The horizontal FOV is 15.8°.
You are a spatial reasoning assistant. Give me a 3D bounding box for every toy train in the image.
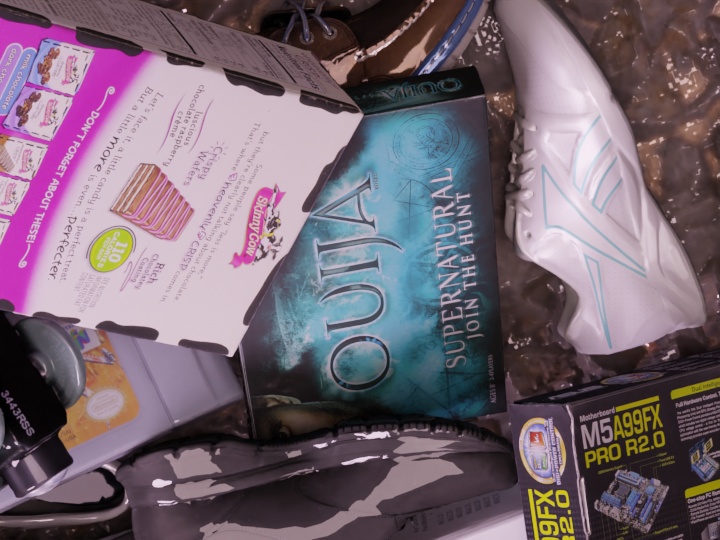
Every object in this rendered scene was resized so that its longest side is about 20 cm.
[{"bbox_3d":[-0.209,0.025,1.179,0.114,0.085,0.201,-32,92,41],"label":"toy train"}]

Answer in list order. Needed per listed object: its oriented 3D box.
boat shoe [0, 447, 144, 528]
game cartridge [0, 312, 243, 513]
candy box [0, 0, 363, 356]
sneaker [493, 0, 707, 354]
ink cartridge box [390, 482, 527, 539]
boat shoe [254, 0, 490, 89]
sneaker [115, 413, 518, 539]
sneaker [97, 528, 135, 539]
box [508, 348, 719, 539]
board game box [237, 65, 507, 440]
[{"bbox_3d":[-0.207,0.090,1.299,0.198,0.065,0.074,3,104,-4],"label":"boat shoe"},{"bbox_3d":[-0.172,0.044,1.265,0.199,0.042,0.134,-25,89,-15],"label":"game cartridge"},{"bbox_3d":[-0.115,-0.048,1.119,0.199,0.061,0.137,14,115,-37],"label":"candy box"},{"bbox_3d":[0.103,-0.047,1.285,0.080,0.070,0.201,-23,104,5],"label":"sneaker"},{"bbox_3d":[0.080,0.211,1.337,0.174,0.084,0.201,-19,104,3],"label":"ink cartridge box"},{"bbox_3d":[-0.021,-0.092,1.260,0.200,0.072,0.072,-45,110,8],"label":"boat shoe"},{"bbox_3d":[-0.017,0.119,1.270,0.198,0.076,0.092,-8,88,4],"label":"sneaker"},{"bbox_3d":[-0.152,0.172,1.316,0.199,0.120,0.084,-1,86,-43],"label":"sneaker"},{"bbox_3d":[0.168,0.125,1.274,0.199,0.044,0.162,-12,95,-39],"label":"box"},{"bbox_3d":[0.000,0.000,1.266,0.134,0.028,0.201,-11,128,-5],"label":"board game box"}]
